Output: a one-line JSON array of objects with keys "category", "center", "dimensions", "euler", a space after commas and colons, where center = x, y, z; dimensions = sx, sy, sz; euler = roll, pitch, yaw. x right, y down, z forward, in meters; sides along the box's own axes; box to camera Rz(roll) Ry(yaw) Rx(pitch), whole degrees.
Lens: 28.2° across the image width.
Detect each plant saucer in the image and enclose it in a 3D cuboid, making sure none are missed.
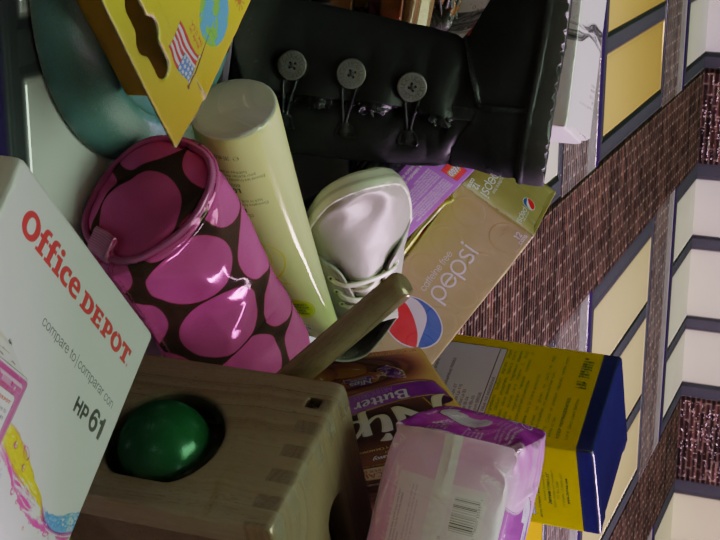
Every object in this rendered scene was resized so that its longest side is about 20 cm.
[{"category": "plant saucer", "center": [-0.113, -0.159, 0.779], "dimensions": [0.200, 0.027, 0.202], "euler": [8, 90, -69]}]

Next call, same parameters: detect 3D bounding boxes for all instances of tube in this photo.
[{"category": "tube", "center": [-0.057, -0.025, 0.871], "dimensions": [0.201, 0.052, 0.058], "euler": [79, -16, -49]}]

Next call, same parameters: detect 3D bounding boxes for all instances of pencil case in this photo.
[{"category": "pencil case", "center": [-0.091, 0.016, 0.816], "dimensions": [0.093, 0.091, 0.201], "euler": [-37, 142, -10]}]

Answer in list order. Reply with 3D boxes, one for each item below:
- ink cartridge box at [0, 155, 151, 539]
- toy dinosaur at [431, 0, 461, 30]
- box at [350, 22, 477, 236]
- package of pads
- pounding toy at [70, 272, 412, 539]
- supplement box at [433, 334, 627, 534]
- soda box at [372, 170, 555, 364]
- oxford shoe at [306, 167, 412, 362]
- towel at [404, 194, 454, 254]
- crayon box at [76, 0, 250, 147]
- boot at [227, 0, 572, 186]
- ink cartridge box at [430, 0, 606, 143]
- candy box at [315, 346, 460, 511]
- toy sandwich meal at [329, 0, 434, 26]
[{"category": "ink cartridge box", "center": [-0.179, 0.069, 0.596], "dimensions": [0.145, 0.084, 0.201], "euler": [64, 37, -54]}, {"category": "toy dinosaur", "center": [0.051, -0.277, 1.117], "dimensions": [0.201, 0.101, 0.136], "euler": [59, 24, -31]}, {"category": "box", "center": [0.036, -0.077, 1.009], "dimensions": [0.200, 0.039, 0.137], "euler": [-46, -164, 49]}, {"category": "package of pads", "center": [0.040, 0.176, 0.759], "dimensions": [0.120, 0.075, 0.202], "euler": [7, 96, -76]}, {"category": "pounding toy", "center": [-0.067, 0.112, 0.761], "dimensions": [0.143, 0.182, 0.201], "euler": [-61, 149, -45]}, {"category": "supplement box", "center": [0.118, 0.134, 1.223], "dimensions": [0.109, 0.198, 0.110], "euler": [-62, 151, -41]}, {"category": "soda box", "center": [0.065, 0.001, 1.094], "dimensions": [0.200, 0.067, 0.064], "euler": [-55, -179, 42]}, {"category": "oxford shoe", "center": [0.000, 0.000, 0.932], "dimensions": [0.201, 0.074, 0.058], "euler": [101, -27, -59]}, {"category": "towel", "center": [0.044, -0.064, 1.091], "dimensions": [0.086, 0.018, 0.200], "euler": [-54, -169, 23]}, {"category": "crayon box", "center": [-0.095, -0.178, 0.713], "dimensions": [0.127, 0.050, 0.201], "euler": [69, 34, -50]}, {"category": "boot", "center": [0.024, -0.144, 0.858], "dimensions": [0.066, 0.198, 0.167], "euler": [-27, 126, -81]}, {"category": "ink cartridge box", "center": [0.131, -0.218, 1.225], "dimensions": [0.084, 0.145, 0.202], "euler": [7, 89, -68]}, {"category": "candy box", "center": [0.010, 0.114, 0.929], "dimensions": [0.200, 0.115, 0.057], "euler": [-123, -150, -66]}, {"category": "toy sandwich meal", "center": [0.005, -0.174, 0.975], "dimensions": [0.205, 0.070, 0.207], "euler": [-169, -90, -84]}]
